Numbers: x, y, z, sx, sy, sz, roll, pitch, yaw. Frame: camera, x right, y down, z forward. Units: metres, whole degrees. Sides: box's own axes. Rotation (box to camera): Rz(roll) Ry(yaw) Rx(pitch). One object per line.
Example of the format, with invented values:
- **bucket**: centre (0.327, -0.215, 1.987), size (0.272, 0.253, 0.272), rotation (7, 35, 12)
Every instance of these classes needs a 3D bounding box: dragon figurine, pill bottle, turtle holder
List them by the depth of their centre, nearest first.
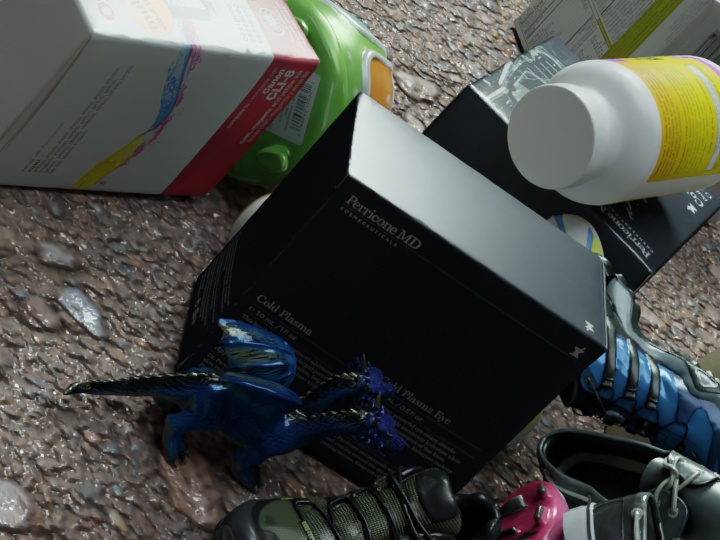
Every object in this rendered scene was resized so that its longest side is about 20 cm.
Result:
- **dragon figurine**: centre (-0.070, 0.069, 1.224), size (0.200, 0.099, 0.059), rotation (27, 32, -26)
- **turtle holder**: centre (-0.061, -0.126, 1.479), size (0.132, 0.185, 0.141), rotation (-3, 84, -51)
- **pill bottle**: centre (0.192, -0.102, 1.520), size (0.200, 0.104, 0.104), rotation (-9, 58, -52)

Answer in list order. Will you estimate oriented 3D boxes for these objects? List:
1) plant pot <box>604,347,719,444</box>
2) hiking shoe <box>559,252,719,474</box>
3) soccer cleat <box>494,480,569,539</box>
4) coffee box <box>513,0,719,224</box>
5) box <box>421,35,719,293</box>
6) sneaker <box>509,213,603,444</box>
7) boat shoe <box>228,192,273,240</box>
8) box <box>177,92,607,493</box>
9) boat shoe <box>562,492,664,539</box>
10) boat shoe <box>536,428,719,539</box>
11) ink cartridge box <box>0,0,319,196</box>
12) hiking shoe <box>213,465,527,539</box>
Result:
- **plant pot**: centre (0.313, 0.115, 1.530), size (0.187, 0.200, 0.187), rotation (30, 32, -21)
- **hiking shoe**: centre (0.176, 0.083, 1.392), size (0.087, 0.074, 0.200), rotation (-30, 67, -28)
- **soccer cleat**: centre (0.108, 0.216, 1.296), size (0.086, 0.070, 0.200), rotation (49, 28, -22)
- **coffee box**: centre (0.295, -0.202, 1.924), size (0.200, 0.200, 0.198), rotation (23, 34, -32)
- **box**: centre (0.152, -0.059, 1.643), size (0.200, 0.124, 0.197), rotation (46, 31, 5)
- **sneaker**: centre (0.106, 0.018, 1.458), size (0.105, 0.076, 0.200), rotation (47, 47, -32)
- **boat shoe**: centre (0.000, 0.000, 1.430), size (0.200, 0.071, 0.069), rotation (16, 37, -41)
- **box**: centre (0.022, 0.026, 1.308), size (0.200, 0.182, 0.104), rotation (34, 31, -17)
- **boat shoe**: centre (0.173, 0.227, 1.252), size (0.074, 0.068, 0.200), rotation (51, 26, -49)
- **boat shoe**: centre (0.189, 0.148, 1.325), size (0.200, 0.073, 0.062), rotation (17, -33, 47)
- **ink cartridge box**: centre (-0.163, -0.148, 1.345), size (0.200, 0.145, 0.145), rotation (0, 53, -48)
- **hiking shoe**: centre (0.005, 0.145, 1.214), size (0.200, 0.101, 0.076), rotation (7, 44, -47)
